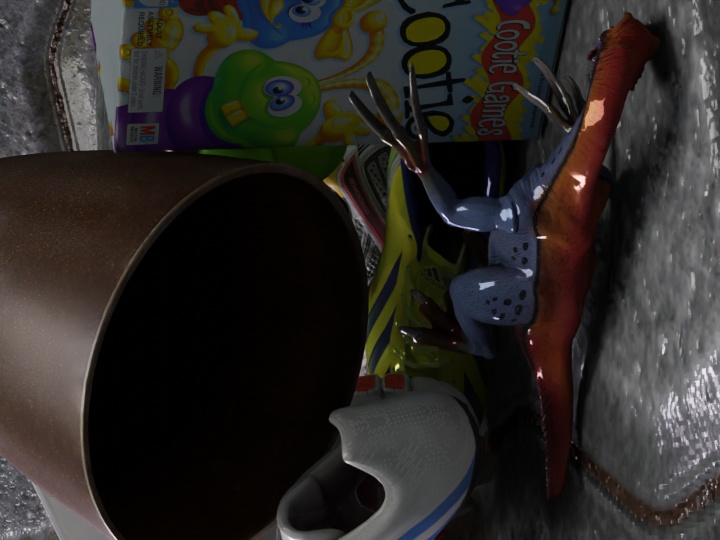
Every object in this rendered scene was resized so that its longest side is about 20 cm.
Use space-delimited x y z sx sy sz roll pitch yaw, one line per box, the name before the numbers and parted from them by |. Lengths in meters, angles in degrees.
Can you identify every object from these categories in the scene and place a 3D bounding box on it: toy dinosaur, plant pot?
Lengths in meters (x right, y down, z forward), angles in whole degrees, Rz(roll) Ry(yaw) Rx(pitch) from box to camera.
toy dinosaur | 0.089 -0.024 0.934 0.200 0.105 0.181 51 152 -4
plant pot | -0.130 0.019 1.054 0.199 0.187 0.188 18 115 37

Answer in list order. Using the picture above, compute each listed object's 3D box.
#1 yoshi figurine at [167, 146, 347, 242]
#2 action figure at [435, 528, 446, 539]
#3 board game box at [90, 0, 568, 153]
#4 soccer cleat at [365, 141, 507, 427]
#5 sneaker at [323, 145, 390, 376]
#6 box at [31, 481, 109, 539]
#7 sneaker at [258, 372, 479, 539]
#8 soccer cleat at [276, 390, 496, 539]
yoshi figurine | -0.043 -0.021 1.158 0.112 0.112 0.201 -65 -23 -52
action figure | 0.037 0.219 1.189 0.065 0.051 0.201 -108 14 -69
board game box | -0.017 -0.126 1.021 0.105 0.199 0.103 -106 18 -47
soccer cleat | 0.037 0.007 1.103 0.084 0.064 0.201 -94 7 -73
sneaker | 0.000 0.000 1.248 0.078 0.082 0.201 -109 20 -54
box | -0.128 0.089 1.398 0.201 0.130 0.199 62 -173 2
sneaker | -0.020 0.116 1.122 0.082 0.199 0.077 56 -151 -27
soccer cleat | -0.011 0.131 1.034 0.070 0.086 0.201 59 138 41
